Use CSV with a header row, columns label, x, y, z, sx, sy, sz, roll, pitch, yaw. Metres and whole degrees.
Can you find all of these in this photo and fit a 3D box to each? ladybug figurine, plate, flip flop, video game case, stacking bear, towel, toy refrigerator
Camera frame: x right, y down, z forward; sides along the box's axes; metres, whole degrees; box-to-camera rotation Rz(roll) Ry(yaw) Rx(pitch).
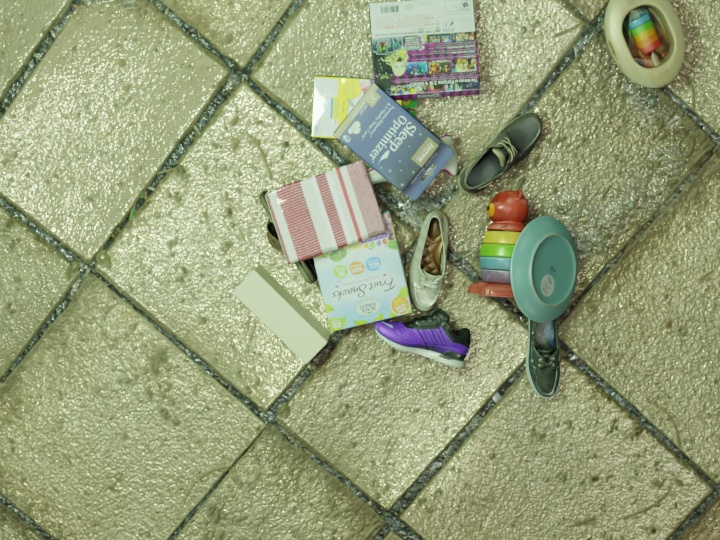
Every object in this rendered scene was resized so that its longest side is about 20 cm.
label,x,y,z,sx,sy,sz,roll,pitch,yaw
ladybug figurine,0.519,-0.434,1.661,0.134,0.072,0.202,-22,98,6
plate,0.356,-0.001,1.698,0.198,0.025,0.203,-3,95,-40
flip flop,-0.147,-0.060,1.749,0.057,0.081,0.202,-24,103,20
video game case,0.118,-0.412,1.672,0.197,0.036,0.184,-4,82,1
stacking bear,0.277,-0.052,1.716,0.112,0.121,0.203,4,91,-13
towel,-0.065,-0.109,1.689,0.198,0.023,0.146,-18,95,0
toy refrigerator,-0.155,0.087,1.766,0.200,0.076,0.070,44,98,-6

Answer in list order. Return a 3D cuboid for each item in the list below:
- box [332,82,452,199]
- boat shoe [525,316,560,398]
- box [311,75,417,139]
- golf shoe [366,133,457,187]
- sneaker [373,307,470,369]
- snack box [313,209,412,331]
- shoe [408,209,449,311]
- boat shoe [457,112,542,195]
label,x,y,z,sx,sy,sz,roll,pitch,yaw
box,0.063,-0.233,1.652,0.199,0.032,0.121,38,101,-10
boat shoe,0.360,0.158,1.769,0.068,0.057,0.203,-5,99,3
box,0.009,-0.306,1.713,0.197,0.048,0.119,5,98,3
golf shoe,0.094,-0.189,1.716,0.198,0.075,0.092,-22,101,6
sneaker,0.126,0.115,1.765,0.198,0.070,0.101,19,100,-10
snack box,0.000,0.000,1.751,0.167,0.068,0.202,-14,100,3
shoe,0.132,-0.017,1.750,0.069,0.053,0.203,7,99,1
boat shoe,0.269,-0.215,1.704,0.074,0.073,0.200,43,98,-5
